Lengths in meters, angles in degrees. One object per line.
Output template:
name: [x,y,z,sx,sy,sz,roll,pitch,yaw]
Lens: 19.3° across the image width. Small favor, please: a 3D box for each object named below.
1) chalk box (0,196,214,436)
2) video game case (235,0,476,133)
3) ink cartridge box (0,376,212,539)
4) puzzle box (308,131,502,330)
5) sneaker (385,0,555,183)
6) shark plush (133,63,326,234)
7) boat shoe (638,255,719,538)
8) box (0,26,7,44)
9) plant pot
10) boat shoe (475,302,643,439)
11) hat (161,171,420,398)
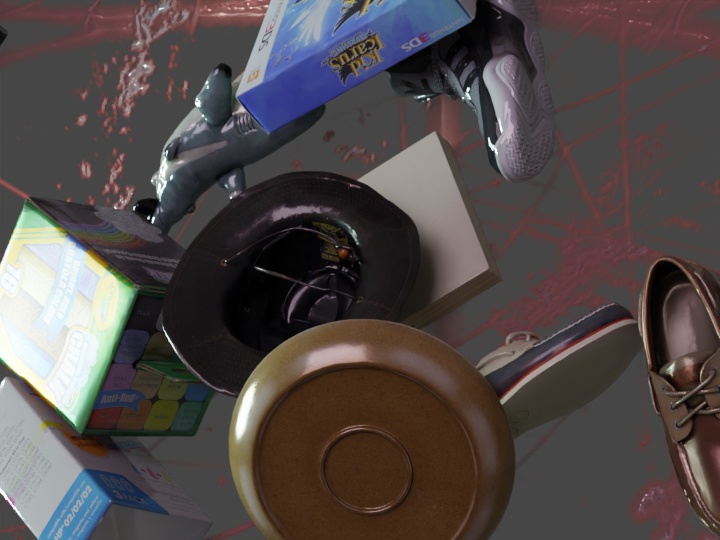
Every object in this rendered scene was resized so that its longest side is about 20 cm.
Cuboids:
chalk box: [-0.176,0.048,1.596,0.200,0.124,0.125,37,109,39]
video game case: [0.009,-0.212,1.603,0.199,0.045,0.182,-26,31,31]
ink cartridge box: [-0.217,0.148,1.593,0.200,0.115,0.068,42,102,38]
puzzle box: [0.000,0.000,1.584,0.199,0.025,0.134,-31,56,17]
sneaker: [0.078,-0.137,1.570,0.113,0.075,0.202,-21,53,24]
shark plush: [-0.119,-0.081,1.677,0.083,0.091,0.200,42,89,8]
boat shoe: [0.219,0.080,1.375,0.075,0.072,0.201,-26,57,20]
box: [-0.460,-0.193,1.909,0.196,0.124,0.201,33,89,37]
plant pot: [0.005,0.131,1.431,0.199,0.201,0.028,-30,13,17]
boat shoe: [0.105,0.078,1.456,0.199,0.071,0.063,-37,50,18]
hat: [-0.045,0.027,1.528,0.199,0.081,0.202,-6,50,8]
